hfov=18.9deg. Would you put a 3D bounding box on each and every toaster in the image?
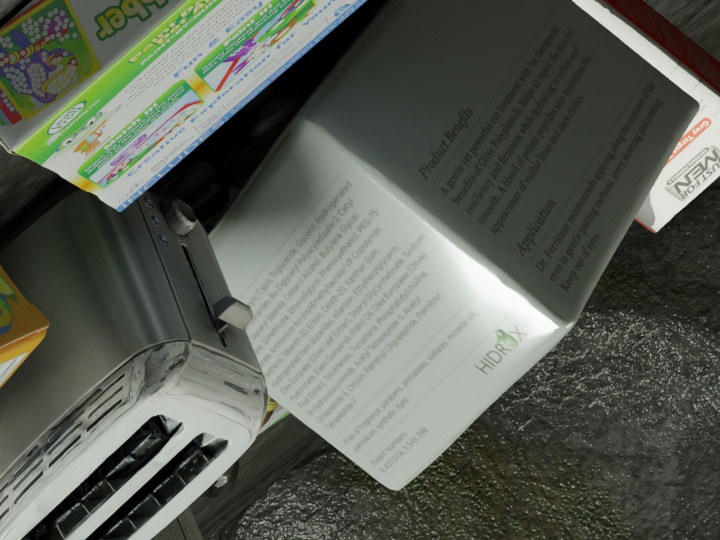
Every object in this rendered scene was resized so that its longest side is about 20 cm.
[{"bbox_3d":[-0.139,0.060,1.046,0.200,0.129,0.114,-42,143,13],"label":"toaster"}]

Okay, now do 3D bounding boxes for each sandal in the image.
[{"bbox_3d":[-0.097,-0.029,1.172,0.076,0.043,0.200,-42,173,12],"label":"sandal"}]

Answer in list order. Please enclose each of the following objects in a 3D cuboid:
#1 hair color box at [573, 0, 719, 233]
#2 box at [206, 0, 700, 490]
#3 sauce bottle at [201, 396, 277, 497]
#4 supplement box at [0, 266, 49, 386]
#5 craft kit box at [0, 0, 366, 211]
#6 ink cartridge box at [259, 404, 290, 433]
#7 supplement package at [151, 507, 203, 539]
[{"bbox_3d":[0.144,-0.117,1.324,0.101,0.200,0.061,-43,-146,21],"label":"hair color box"},{"bbox_3d":[0.036,-0.034,1.158,0.200,0.171,0.199,-48,-175,47],"label":"box"},{"bbox_3d":[-0.074,0.054,1.307,0.065,0.065,0.200,-33,152,-45],"label":"sauce bottle"},{"bbox_3d":[-0.225,0.066,0.990,0.200,0.067,0.069,-46,168,34],"label":"supplement box"},{"bbox_3d":[-0.057,-0.112,0.886,0.200,0.049,0.198,-41,175,0],"label":"craft kit box"},{"bbox_3d":[-0.046,0.040,1.692,0.200,0.084,0.146,-45,172,30],"label":"ink cartridge box"},{"bbox_3d":[-0.228,0.241,1.455,0.200,0.147,0.191,8,137,-47],"label":"supplement package"}]
